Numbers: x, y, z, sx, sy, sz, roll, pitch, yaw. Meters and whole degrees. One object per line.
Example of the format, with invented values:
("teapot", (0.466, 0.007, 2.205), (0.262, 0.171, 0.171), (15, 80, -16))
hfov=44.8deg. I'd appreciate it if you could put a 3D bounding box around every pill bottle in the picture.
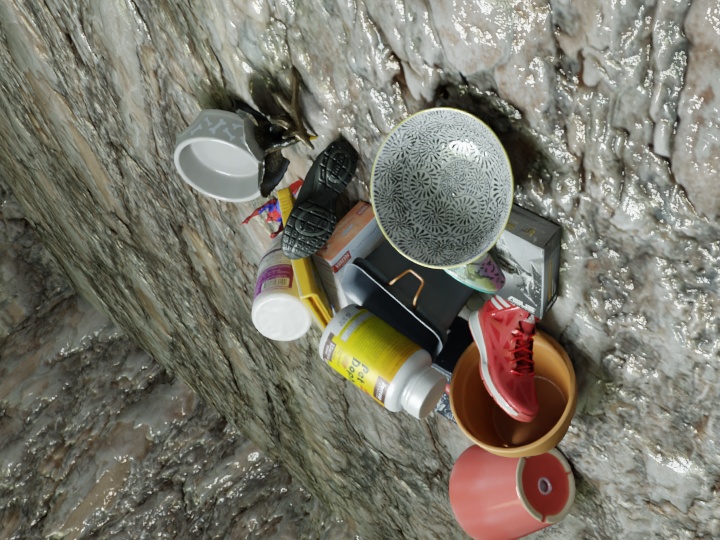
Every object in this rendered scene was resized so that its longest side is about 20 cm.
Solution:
("pill bottle", (0.037, 0.147, 1.386), (0.199, 0.109, 0.110), (33, 154, 25))
("pill bottle", (-0.136, 0.024, 1.607), (0.110, 0.202, 0.114), (1, 129, 1))

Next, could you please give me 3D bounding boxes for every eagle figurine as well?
("eagle figurine", (-0.142, -0.213, 1.418), (0.150, 0.154, 0.199), (32, 158, -25))

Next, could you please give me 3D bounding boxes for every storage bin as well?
("storage bin", (0.088, 0.022, 1.406), (0.199, 0.134, 0.146), (40, 156, 10))

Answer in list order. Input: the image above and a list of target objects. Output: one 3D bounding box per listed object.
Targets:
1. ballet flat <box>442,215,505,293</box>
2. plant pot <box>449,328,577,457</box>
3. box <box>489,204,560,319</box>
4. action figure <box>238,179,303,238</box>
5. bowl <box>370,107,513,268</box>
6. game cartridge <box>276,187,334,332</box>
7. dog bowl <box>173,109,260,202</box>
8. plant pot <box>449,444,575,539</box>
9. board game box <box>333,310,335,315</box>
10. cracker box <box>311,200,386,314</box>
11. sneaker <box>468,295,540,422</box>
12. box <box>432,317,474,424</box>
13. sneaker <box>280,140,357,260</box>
("ballet flat", (0.121, -0.044, 1.223), (0.199, 0.069, 0.072), (35, 135, 24))
("plant pot", (0.255, 0.206, 1.387), (0.199, 0.202, 0.140), (27, 169, 34))
("box", (0.190, -0.036, 1.250), (0.199, 0.048, 0.159), (31, 153, 29))
("action figure", (-0.162, -0.105, 1.663), (0.065, 0.099, 0.200), (49, 159, -8))
("bowl", (0.120, -0.109, 1.147), (0.198, 0.094, 0.205), (4, 99, 28))
("game cartridge", (-0.089, -0.015, 1.487), (0.177, 0.032, 0.203), (65, -170, -66))
("dog bowl", (-0.246, -0.200, 1.580), (0.197, 0.059, 0.201), (10, 147, 7))
("plant pot", (0.294, 0.411, 1.647), (0.201, 0.201, 0.177), (47, 146, -7))
("board game box", (0.001, 0.105, 1.708), (0.133, 0.035, 0.201), (-6, 143, 4))
("cracker box", (0.000, 0.000, 1.514), (0.057, 0.134, 0.202), (26, 150, 37))
("sneaker", (0.231, 0.112, 1.289), (0.116, 0.077, 0.202), (-51, 47, 36))
("box", (0.146, 0.168, 1.584), (0.199, 0.104, 0.183), (28, 153, 35))
("sneaker", (-0.072, -0.108, 1.403), (0.075, 0.202, 0.091), (31, 171, -19))
